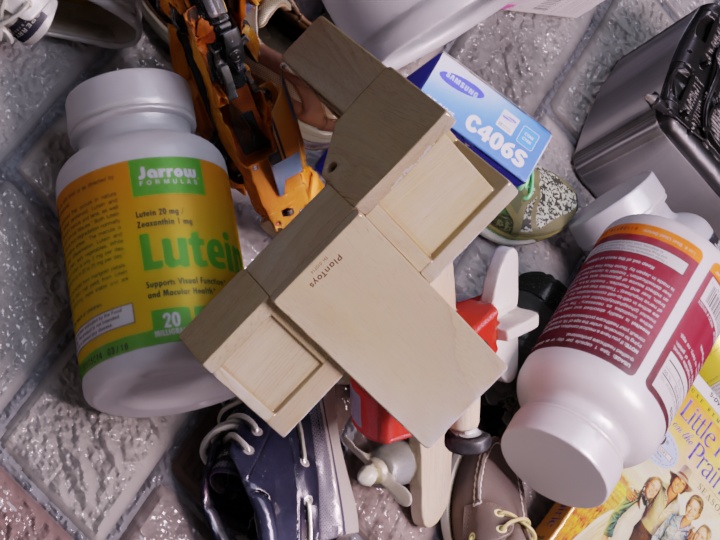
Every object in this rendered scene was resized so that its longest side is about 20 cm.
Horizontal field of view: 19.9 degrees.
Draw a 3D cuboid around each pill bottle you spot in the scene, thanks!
[{"bbox_3d":[-0.132,-0.019,1.283,0.110,0.111,0.202,7,65,-41],"label":"pill bottle"},{"bbox_3d":[0.181,0.065,1.463,0.113,0.113,0.201,45,58,-16],"label":"pill bottle"},{"bbox_3d":[0.251,0.026,1.626,0.201,0.112,0.112,57,43,-6],"label":"pill bottle"}]

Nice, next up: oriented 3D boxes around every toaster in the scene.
[{"bbox_3d":[0.286,-0.108,1.725,0.200,0.118,0.181,45,44,-17],"label":"toaster"}]

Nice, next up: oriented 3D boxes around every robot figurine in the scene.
[{"bbox_3d":[-0.087,-0.133,1.334,0.058,0.145,0.201,-26,119,-15],"label":"robot figurine"}]

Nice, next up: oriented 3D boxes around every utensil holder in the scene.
[{"bbox_3d":[0.024,-0.269,1.527,0.170,0.170,0.201,-29,87,-47],"label":"utensil holder"}]

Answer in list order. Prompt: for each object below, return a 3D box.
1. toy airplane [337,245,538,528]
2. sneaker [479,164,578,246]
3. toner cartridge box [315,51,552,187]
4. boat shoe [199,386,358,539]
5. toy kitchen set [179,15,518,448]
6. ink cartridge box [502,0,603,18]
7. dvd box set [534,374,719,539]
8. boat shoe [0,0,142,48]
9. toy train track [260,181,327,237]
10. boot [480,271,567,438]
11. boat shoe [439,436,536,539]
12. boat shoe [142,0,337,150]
[{"bbox_3d":[0.038,0.051,1.386,0.199,0.140,0.202,61,36,-60],"label":"toy airplane"},{"bbox_3d":[0.105,-0.077,1.557,0.199,0.088,0.078,17,58,-38],"label":"sneaker"},{"bbox_3d":[0.046,-0.081,1.412,0.095,0.200,0.043,35,70,-12],"label":"toner cartridge box"},{"bbox_3d":[-0.065,0.097,1.312,0.092,0.074,0.202,-3,72,-52],"label":"boat shoe"},{"bbox_3d":[-0.009,-0.007,1.263,0.163,0.200,0.180,45,0,-37],"label":"toy kitchen set"},{"bbox_3d":[0.138,-0.296,1.674,0.199,0.128,0.126,0,69,-44],"label":"ink cartridge box"},{"bbox_3d":[0.221,0.185,1.520,0.147,0.029,0.200,49,66,-18],"label":"dvd box set"},{"bbox_3d":[-0.220,-0.181,1.319,0.199,0.071,0.070,9,60,-48],"label":"boat shoe"},{"bbox_3d":[0.000,0.000,1.456,0.199,0.032,0.116,30,60,-35],"label":"toy train track"},{"bbox_3d":[0.151,0.110,1.536,0.200,0.068,0.131,46,54,-12],"label":"boot"},{"bbox_3d":[0.095,0.203,1.423,0.072,0.059,0.201,27,52,-31],"label":"boat shoe"},{"bbox_3d":[-0.074,-0.170,1.418,0.199,0.072,0.076,38,43,5],"label":"boat shoe"}]
